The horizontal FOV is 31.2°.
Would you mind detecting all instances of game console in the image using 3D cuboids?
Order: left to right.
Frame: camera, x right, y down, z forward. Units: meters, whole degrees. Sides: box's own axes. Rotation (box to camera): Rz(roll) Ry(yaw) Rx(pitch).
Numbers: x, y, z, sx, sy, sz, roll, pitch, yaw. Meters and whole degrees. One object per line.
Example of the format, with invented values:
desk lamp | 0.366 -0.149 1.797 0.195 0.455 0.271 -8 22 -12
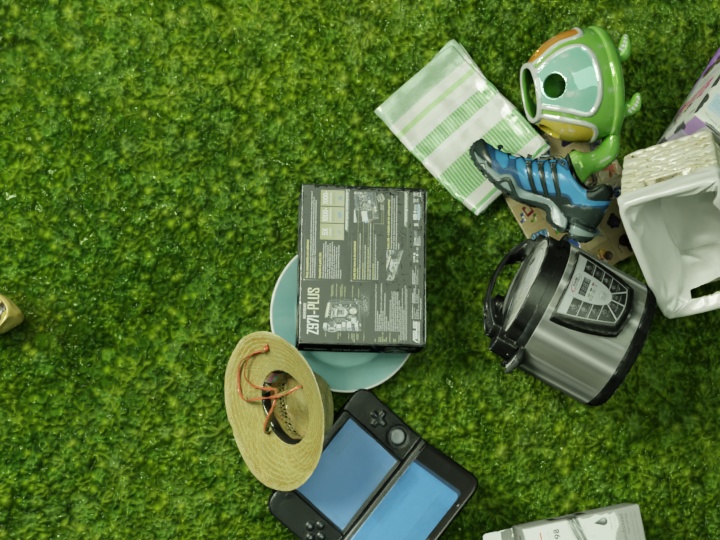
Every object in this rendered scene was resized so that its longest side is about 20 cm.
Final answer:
game console | 0.013 0.277 1.601 0.176 0.116 0.201 43 79 -10

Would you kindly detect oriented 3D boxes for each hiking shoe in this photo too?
hiking shoe | 0.234 -0.122 1.665 0.199 0.074 0.087 34 103 7

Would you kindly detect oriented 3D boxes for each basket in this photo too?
basket | 0.419 -0.061 1.638 0.134 0.124 0.201 -15 126 23

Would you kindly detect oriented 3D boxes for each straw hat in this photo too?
straw hat | -0.080 0.168 1.615 0.084 0.200 0.204 -5 80 -44

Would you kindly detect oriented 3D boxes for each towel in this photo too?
towel | 0.139 -0.191 1.732 0.152 0.023 0.200 -42 86 -9

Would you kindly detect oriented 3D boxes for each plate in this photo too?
plate | -0.020 0.058 1.680 0.197 0.026 0.204 1 81 -5

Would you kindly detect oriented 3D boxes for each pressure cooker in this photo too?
pressure cooker | 0.252 0.058 1.634 0.198 0.176 0.180 28 106 0

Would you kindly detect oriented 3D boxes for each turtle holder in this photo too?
turtle holder | 0.284 -0.224 1.705 0.130 0.141 0.188 -10 116 -11

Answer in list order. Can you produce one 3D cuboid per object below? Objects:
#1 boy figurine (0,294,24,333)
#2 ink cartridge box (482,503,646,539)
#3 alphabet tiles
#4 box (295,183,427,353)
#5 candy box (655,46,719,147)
boy figurine | -0.523 0.050 1.610 0.197 0.064 0.126 13 78 -1
ink cartridge box | 0.264 0.373 1.641 0.197 0.067 0.118 -10 83 -8
alphabet tiles | 0.289 -0.093 1.745 0.165 0.006 0.202 -29 85 -10
box | 0.000 0.000 1.634 0.161 0.086 0.204 1 81 -6
candy box | 0.491 -0.240 1.706 0.071 0.168 0.201 35 79 1
